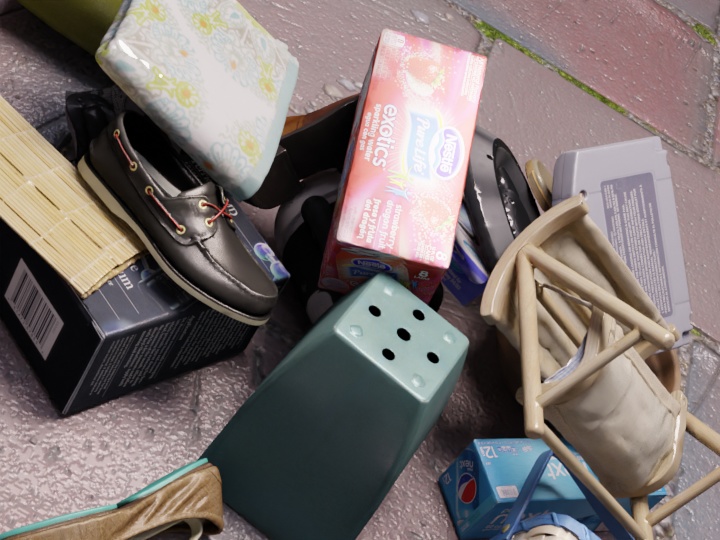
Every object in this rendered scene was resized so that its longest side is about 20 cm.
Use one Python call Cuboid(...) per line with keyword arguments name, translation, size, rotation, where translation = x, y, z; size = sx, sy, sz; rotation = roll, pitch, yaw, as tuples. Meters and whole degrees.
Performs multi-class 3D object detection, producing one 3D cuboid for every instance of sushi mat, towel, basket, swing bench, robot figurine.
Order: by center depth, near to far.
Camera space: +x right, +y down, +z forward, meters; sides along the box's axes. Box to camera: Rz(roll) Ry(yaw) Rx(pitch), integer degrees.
Cuboid(name="sushi mat", translation=(-0.255, -0.066, 1.071), size=(0.200, 0.012, 0.096), rotation=(43, 41, 8))
Cuboid(name="basket", translation=(0.169, 0.260, 1.111), size=(0.177, 0.139, 0.200), rotation=(51, 47, -4))
Cuboid(name="swing bench", translation=(0.202, 0.084, 1.126), size=(0.199, 0.129, 0.201), rotation=(47, 13, -35))
Cuboid(name="towel", translation=(-0.133, -0.172, 1.164), size=(0.171, 0.048, 0.201), rotation=(42, 33, -24))
Cuboid(name="robot figurine", translation=(0.001, -0.001, 1.262), size=(0.124, 0.151, 0.201), rotation=(-13, 59, -26))

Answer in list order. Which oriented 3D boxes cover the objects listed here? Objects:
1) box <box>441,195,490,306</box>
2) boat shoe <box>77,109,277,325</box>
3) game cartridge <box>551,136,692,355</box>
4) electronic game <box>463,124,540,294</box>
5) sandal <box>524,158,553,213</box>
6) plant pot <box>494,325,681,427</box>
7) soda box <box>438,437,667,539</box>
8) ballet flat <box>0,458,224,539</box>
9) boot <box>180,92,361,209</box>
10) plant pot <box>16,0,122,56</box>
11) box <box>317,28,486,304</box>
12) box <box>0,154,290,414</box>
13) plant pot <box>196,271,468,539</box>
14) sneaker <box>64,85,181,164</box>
Cuboid(name="box", translation=(0.067, -0.053, 1.274), size=(0.119, 0.041, 0.201), rotation=(47, 20, -22))
Cuboid(name="boat shoe", translation=(-0.136, -0.041, 1.085), size=(0.201, 0.063, 0.074), rotation=(46, 23, 9))
Cuboid(name="game cartridge", translation=(0.241, -0.017, 1.287), size=(0.132, 0.041, 0.202), rotation=(-11, 94, -34))
Cuboid(name="electronic game", translation=(0.132, -0.034, 1.239), size=(0.201, 0.041, 0.201), rotation=(56, 23, -38))
Cuboid(name="sandal", translation=(0.233, -0.042, 1.336), size=(0.200, 0.054, 0.080), rotation=(44, 18, -13))
Cuboid(name="plant pot", translation=(0.204, 0.088, 1.344), size=(0.199, 0.093, 0.202), rotation=(18, 43, -18))
Cuboid(name="soda box", translation=(0.174, 0.194, 1.241), size=(0.198, 0.068, 0.065), rotation=(4, 50, -32))
Cuboid(name="ballet flat", translation=(-0.176, 0.199, 1.012), size=(0.199, 0.068, 0.073), rotation=(-15, 80, -46))
Cuboid(name="boot", translation=(-0.068, -0.134, 1.291), size=(0.188, 0.069, 0.200), rotation=(-35, 32, -13))
Cuboid(name="plant pot", translation=(-0.212, -0.267, 1.351), size=(0.200, 0.187, 0.188), rotation=(46, 39, -11))
Cuboid(name="box", translation=(0.035, -0.080, 1.129), size=(0.095, 0.100, 0.202), rotation=(14, 65, -4))
Cuboid(name="box", translation=(-0.186, 0.006, 1.142), size=(0.199, 0.107, 0.149), rotation=(-19, 63, -44))
Cuboid(name="plant pot", translation=(-0.011, 0.108, 1.094), size=(0.141, 0.200, 0.141), rotation=(37, 40, 4))
Cuboid(name="sneaker", translation=(-0.207, -0.164, 1.256), size=(0.113, 0.075, 0.202), rotation=(15, 86, -12))
